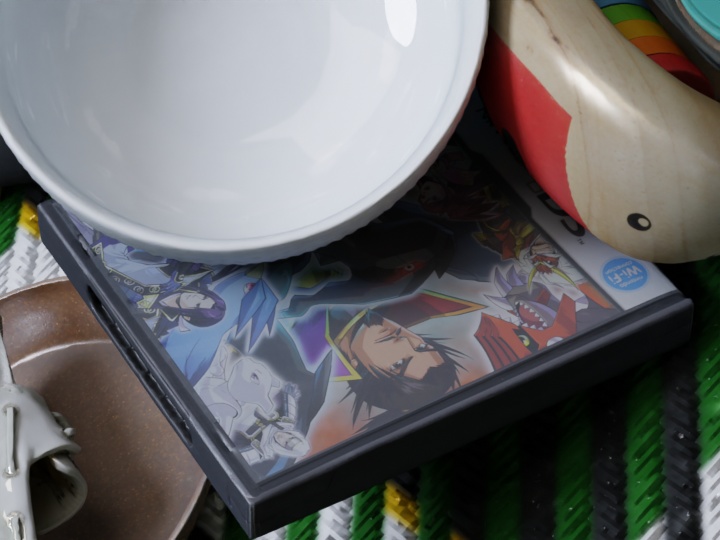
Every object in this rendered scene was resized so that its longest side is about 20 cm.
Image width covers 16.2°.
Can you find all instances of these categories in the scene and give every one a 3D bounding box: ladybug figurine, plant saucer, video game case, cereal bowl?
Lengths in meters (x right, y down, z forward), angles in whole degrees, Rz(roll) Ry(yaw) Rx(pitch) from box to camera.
[{"bbox_3d":[0.101,-0.069,1.009,0.072,0.135,0.200,-57,32,22],"label":"ladybug figurine"},{"bbox_3d":[-0.141,0.092,1.079,0.199,0.035,0.201,-17,47,18],"label":"plant saucer"},{"bbox_3d":[0.000,0.000,1.002,0.199,0.026,0.181,-22,50,-22],"label":"video game case"},{"bbox_3d":[-0.051,-0.096,0.993,0.198,0.083,0.202,0,80,-2],"label":"cereal bowl"}]

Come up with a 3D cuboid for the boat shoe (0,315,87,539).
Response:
[{"bbox_3d":[-0.145,0.085,1.028,0.069,0.071,0.201,-2,44,-5],"label":"boat shoe"}]

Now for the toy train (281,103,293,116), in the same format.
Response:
[{"bbox_3d":[-0.108,-0.110,1.100,0.115,0.085,0.201,-19,41,-4],"label":"toy train"}]

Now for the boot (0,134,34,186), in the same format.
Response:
[{"bbox_3d":[-0.096,-0.033,1.114,0.164,0.066,0.200,-24,46,-11],"label":"boot"}]

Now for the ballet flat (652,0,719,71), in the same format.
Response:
[{"bbox_3d":[0.143,-0.115,0.978,0.068,0.069,0.200,-34,39,2],"label":"ballet flat"}]
